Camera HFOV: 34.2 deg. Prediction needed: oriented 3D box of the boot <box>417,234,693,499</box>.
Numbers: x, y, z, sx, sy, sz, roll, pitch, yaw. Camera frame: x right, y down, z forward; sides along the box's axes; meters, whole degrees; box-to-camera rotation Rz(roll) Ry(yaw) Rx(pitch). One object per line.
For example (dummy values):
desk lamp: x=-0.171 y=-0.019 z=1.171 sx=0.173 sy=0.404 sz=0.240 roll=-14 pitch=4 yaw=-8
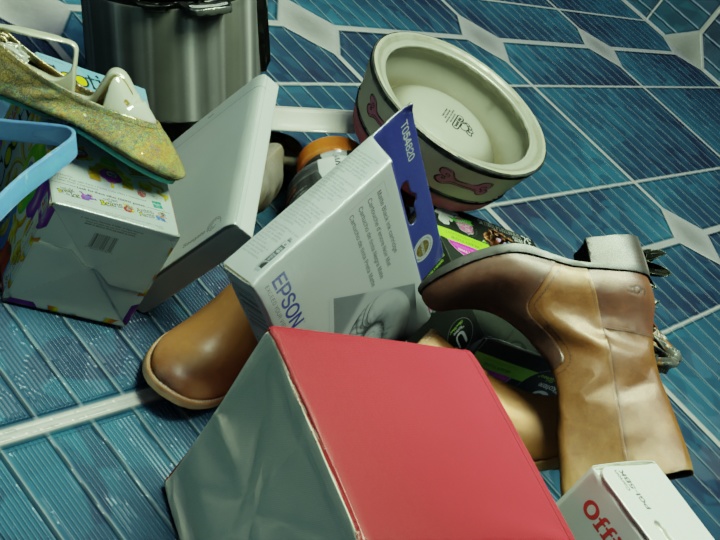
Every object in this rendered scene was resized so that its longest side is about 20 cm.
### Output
boot: x=0.149 y=0.081 z=0.918 sx=0.188 sy=0.068 sz=0.200 roll=-4 pitch=72 yaw=-6

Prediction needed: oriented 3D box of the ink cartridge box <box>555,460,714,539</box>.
ink cartridge box: x=0.163 y=0.249 z=0.809 sx=0.083 sy=0.200 sz=0.147 roll=5 pitch=42 yaw=-45

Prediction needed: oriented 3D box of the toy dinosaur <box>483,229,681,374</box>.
toy dinosaur: x=0.197 y=0.032 z=1.036 sx=0.200 sy=0.102 sz=0.136 roll=13 pitch=-10 yaw=-7

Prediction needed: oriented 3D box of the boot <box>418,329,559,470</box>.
boot: x=0.109 y=0.107 z=0.962 sx=0.155 sy=0.200 sz=0.074 roll=51 pitch=-8 yaw=10

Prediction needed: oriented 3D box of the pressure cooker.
pressure cooker: x=-0.179 y=-0.246 z=1.119 sx=0.176 sy=0.200 sz=0.179 roll=11 pitch=32 yaw=14

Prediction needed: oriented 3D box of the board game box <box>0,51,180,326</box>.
board game box: x=-0.228 y=-0.068 z=0.948 sx=0.105 sy=0.103 sz=0.200 roll=16 pitch=35 yaw=-31

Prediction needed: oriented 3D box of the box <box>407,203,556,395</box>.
box: x=0.109 y=0.054 z=1.116 sx=0.148 sy=0.124 sz=0.200 roll=19 pitch=34 yaw=-30

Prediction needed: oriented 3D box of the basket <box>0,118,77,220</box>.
basket: x=-0.315 y=-0.072 z=0.797 sx=0.200 sy=0.139 sz=0.176 roll=6 pitch=27 yaw=12

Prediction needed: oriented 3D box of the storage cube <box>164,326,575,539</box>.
storage cube: x=-0.002 y=0.162 z=0.789 sx=0.180 sy=0.171 sz=0.200 roll=10 pitch=39 yaw=-38

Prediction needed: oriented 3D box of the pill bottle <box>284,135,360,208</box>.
pill bottle: x=-0.015 y=-0.035 z=1.104 sx=0.106 sy=0.106 sz=0.200 roll=18 pitch=43 yaw=-31

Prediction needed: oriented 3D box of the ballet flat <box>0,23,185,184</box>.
ballet flat: x=-0.213 y=-0.134 z=0.878 sx=0.200 sy=0.071 sz=0.071 roll=26 pitch=30 yaw=-13

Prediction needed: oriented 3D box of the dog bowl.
dog bowl: x=0.080 y=-0.141 z=1.150 sx=0.200 sy=0.074 sz=0.200 roll=23 pitch=38 yaw=-19

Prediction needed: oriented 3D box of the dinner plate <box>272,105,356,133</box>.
dinner plate: x=-0.064 y=-0.160 z=1.230 sx=0.200 sy=0.024 sz=0.200 roll=4 pitch=8 yaw=-1

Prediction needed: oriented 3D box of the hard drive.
hard drive: x=-0.132 y=-0.069 z=0.994 sx=0.027 sy=0.132 sz=0.200 roll=39 pitch=35 yaw=-29

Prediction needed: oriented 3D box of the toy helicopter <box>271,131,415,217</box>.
toy helicopter: x=-0.036 y=-0.086 z=1.242 sx=0.200 sy=0.079 sz=0.132 roll=36 pitch=36 yaw=22

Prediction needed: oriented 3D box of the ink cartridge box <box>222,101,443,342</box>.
ink cartridge box: x=0.000 y=0.000 z=0.922 sx=0.041 sy=0.200 sz=0.200 roll=33 pitch=67 yaw=33

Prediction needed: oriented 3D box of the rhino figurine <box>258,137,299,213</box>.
rhino figurine: x=-0.107 y=-0.084 z=1.120 sx=0.060 sy=0.087 sz=0.200 roll=38 pitch=21 yaw=-3

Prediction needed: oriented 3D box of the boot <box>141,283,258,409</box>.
boot: x=-0.084 y=0.017 z=0.927 sx=0.074 sy=0.155 sz=0.200 roll=39 pitch=29 yaw=5
